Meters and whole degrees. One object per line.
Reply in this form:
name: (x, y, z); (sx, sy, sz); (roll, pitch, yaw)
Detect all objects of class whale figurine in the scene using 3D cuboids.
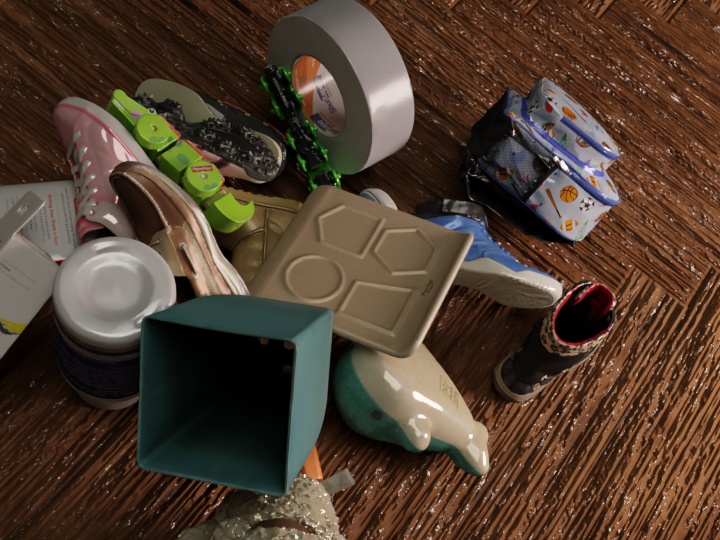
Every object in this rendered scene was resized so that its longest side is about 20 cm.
whale figurine: (0.053, 0.152, 1.147); (0.200, 0.104, 0.159); (42, 23, -17)

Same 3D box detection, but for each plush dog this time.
plush dog: (-0.072, 0.261, 0.973); (0.199, 0.161, 0.172); (10, 19, -12)

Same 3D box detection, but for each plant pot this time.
plant pot: (-0.098, 0.097, 0.994); (0.141, 0.142, 0.200); (8, 13, 14)

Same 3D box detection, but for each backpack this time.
backpack: (0.233, -0.132, 1.301); (0.191, 0.154, 0.200); (46, 26, -9)

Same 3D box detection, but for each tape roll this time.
tape roll: (-0.026, -0.217, 1.252); (0.066, 0.200, 0.200); (-31, 75, -28)

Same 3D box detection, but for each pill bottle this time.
pill bottle: (-0.242, 0.062, 1.035); (0.111, 0.200, 0.111); (6, 60, -11)

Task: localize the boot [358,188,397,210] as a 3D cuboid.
boot: (0.004, -0.020, 1.211); (0.090, 0.073, 0.200); (-4, 45, -19)

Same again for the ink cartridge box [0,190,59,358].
ink cartridge box: (-0.354, 0.022, 1.026); (0.067, 0.116, 0.200); (40, 82, -26)

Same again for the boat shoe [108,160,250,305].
boat shoe: (-0.187, -0.017, 1.053); (0.072, 0.076, 0.200); (-48, 113, -34)

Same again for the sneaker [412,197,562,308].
sneaker: (0.149, -0.030, 1.262); (0.199, 0.077, 0.111); (13, 63, 12)

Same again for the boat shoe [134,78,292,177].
boat shoe: (-0.176, -0.167, 1.264); (0.201, 0.074, 0.063); (27, 16, 9)

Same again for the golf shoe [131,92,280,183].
golf shoe: (-0.187, -0.129, 1.213); (0.200, 0.095, 0.078); (23, 30, 13)

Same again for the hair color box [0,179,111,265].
hair color box: (-0.319, -0.042, 1.151); (0.199, 0.061, 0.102); (-7, 65, -19)

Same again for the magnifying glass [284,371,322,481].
magnifying glass: (-0.075, 0.135, 1.155); (0.079, 0.022, 0.200); (-6, 63, -19)

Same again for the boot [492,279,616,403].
boot: (0.248, 0.061, 1.213); (0.200, 0.151, 0.073); (-32, 75, -28)

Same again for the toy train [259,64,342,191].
toy train: (-0.065, -0.151, 1.258); (0.042, 0.056, 0.200); (-26, 96, 0)

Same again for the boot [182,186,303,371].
boot: (-0.138, 0.006, 1.165); (0.175, 0.066, 0.200); (3, 59, -7)

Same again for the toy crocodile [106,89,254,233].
toy crocodile: (-0.199, -0.118, 1.145); (0.200, 0.068, 0.062); (43, 52, 5)

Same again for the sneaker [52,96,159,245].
sneaker: (-0.275, -0.090, 1.108); (0.200, 0.075, 0.105); (47, 54, 5)

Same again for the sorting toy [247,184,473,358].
sorting toy: (0.000, 0.000, 1.140); (0.200, 0.037, 0.185); (18, 51, 16)
